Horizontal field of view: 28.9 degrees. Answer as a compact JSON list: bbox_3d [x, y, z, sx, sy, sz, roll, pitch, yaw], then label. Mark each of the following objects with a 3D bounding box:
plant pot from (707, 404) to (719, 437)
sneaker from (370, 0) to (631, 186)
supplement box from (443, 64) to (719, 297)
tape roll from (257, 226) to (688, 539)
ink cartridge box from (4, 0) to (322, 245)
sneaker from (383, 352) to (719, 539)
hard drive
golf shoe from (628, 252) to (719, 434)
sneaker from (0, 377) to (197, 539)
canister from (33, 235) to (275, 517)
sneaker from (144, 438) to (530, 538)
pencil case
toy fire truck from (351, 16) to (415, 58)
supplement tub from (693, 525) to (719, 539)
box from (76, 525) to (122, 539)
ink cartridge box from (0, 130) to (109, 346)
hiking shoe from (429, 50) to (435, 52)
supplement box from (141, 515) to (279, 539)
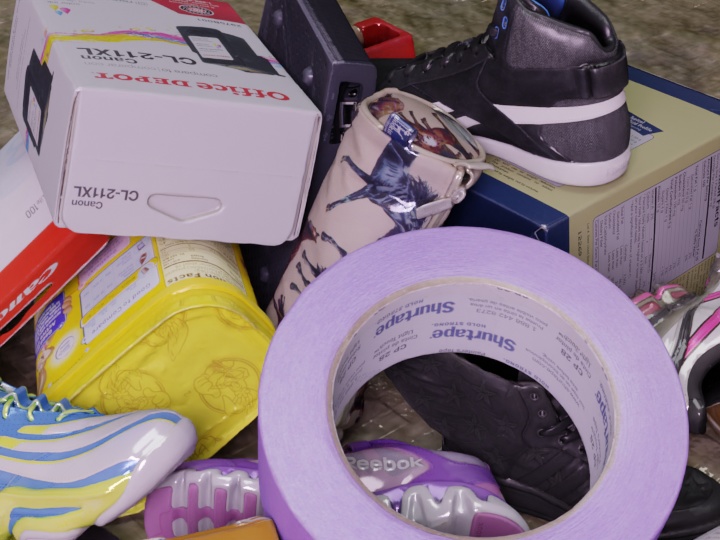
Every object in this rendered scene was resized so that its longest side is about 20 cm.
[{"bbox_3d":[0.292,0.076,0.824,0.197,0.028,0.201,-1,33,1],"label":"plant pot"},{"bbox_3d":[0.071,-0.130,0.826,0.198,0.113,0.073,18,37,29],"label":"sneaker"},{"bbox_3d":[0.116,-0.042,0.917,0.198,0.136,0.199,-26,39,-32],"label":"supplement box"},{"bbox_3d":[0.050,0.078,0.660,0.197,0.066,0.202,2,54,-2],"label":"tape roll"},{"bbox_3d":[-0.123,-0.100,0.837,0.144,0.084,0.200,3,26,-25],"label":"ink cartridge box"},{"bbox_3d":[0.105,0.081,0.754,0.197,0.105,0.060,12,34,21],"label":"sneaker"},{"bbox_3d":[-0.040,-0.076,0.885,0.042,0.202,0.136,-2,40,-22],"label":"hard drive"},{"bbox_3d":[0.231,0.031,0.813,0.199,0.073,0.092,-30,46,-21],"label":"golf shoe"},{"bbox_3d":[-0.180,0.086,0.697,0.198,0.106,0.076,-24,9,22],"label":"sneaker"},{"bbox_3d":[-0.129,0.028,0.831,0.148,0.087,0.201,-40,31,10],"label":"canister"},{"bbox_3d":[-0.011,0.125,0.727,0.197,0.081,0.089,4,27,-1],"label":"sneaker"},{"bbox_3d":[0.000,0.000,0.810,0.077,0.202,0.090,11,24,-35],"label":"pencil case"},{"bbox_3d":[-0.036,-0.113,1.009,0.048,0.143,0.199,-26,29,-33],"label":"toy fire truck"},{"bbox_3d":[0.161,0.176,0.579,0.198,0.133,0.132,-19,36,-25],"label":"supplement tub"},{"bbox_3d":[-0.159,0.204,0.645,0.142,0.036,0.199,25,43,34],"label":"box"},{"bbox_3d":[-0.230,-0.016,0.881,0.160,0.047,0.200,-42,25,8],"label":"ink cartridge box"},{"bbox_3d":[0.117,-0.124,1.117,0.198,0.075,0.087,6,40,31],"label":"hiking shoe"},{"bbox_3d":[-0.041,0.201,0.576,0.066,0.069,0.201,-7,45,-20],"label":"supplement box"}]
